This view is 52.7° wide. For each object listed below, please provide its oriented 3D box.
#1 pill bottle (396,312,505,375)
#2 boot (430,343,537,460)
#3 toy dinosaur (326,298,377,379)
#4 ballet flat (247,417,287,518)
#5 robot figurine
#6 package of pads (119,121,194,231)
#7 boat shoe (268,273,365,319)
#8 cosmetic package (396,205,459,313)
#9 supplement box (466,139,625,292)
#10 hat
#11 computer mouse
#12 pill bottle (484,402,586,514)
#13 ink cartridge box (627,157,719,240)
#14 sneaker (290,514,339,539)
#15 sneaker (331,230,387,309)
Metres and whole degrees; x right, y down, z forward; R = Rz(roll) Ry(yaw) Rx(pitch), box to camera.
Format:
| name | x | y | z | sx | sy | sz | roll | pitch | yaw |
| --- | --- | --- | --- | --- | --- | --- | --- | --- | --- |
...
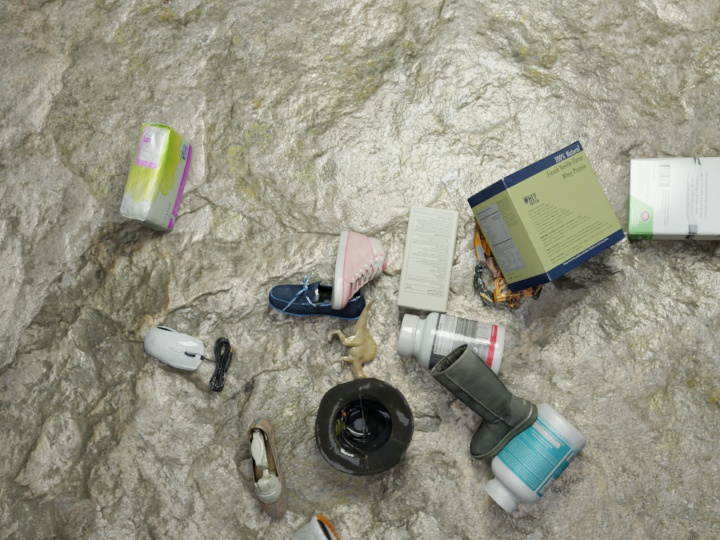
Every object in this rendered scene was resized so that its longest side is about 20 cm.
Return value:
| name | x | y | z | sx | sy | sz | roll | pitch | yaw |
| --- | --- | --- | --- | --- | --- | --- | --- | --- | --- |
| pill bottle | 0.174 | 0.144 | 1.409 | 0.197 | 0.111 | 0.112 | 11 | 85 | 8 |
| boot | 0.208 | 0.249 | 1.360 | 0.199 | 0.073 | 0.182 | 34 | 113 | -18 |
| toy dinosaur | -0.014 | 0.142 | 1.460 | 0.100 | 0.058 | 0.203 | 6 | 102 | 2 |
| ballet flat | -0.193 | 0.398 | 1.448 | 0.067 | 0.067 | 0.203 | -15 | 83 | 5 |
| robot figurine | 0.288 | -0.024 | 1.438 | 0.143 | 0.058 | 0.203 | -10 | 82 | 4 |
| package of pads | -0.415 | -0.189 | 1.492 | 0.067 | 0.155 | 0.203 | 13 | 86 | 8 |
| boat shoe | -0.087 | 0.045 | 1.464 | 0.197 | 0.069 | 0.085 | 2 | 48 | -2 |
| cosmetic package | 0.135 | -0.020 | 1.450 | 0.104 | 0.071 | 0.203 | 9 | 85 | 7 |
| supplement box | 0.343 | -0.099 | 1.355 | 0.198 | 0.134 | 0.202 | -27 | 90 | -23 |
| hat | 0.013 | 0.306 | 1.429 | 0.198 | 0.081 | 0.204 | -2 | 80 | 14 |
| computer mouse | -0.365 | 0.172 | 1.504 | 0.197 | 0.044 | 0.111 | 16 | 87 | 8 |
| pill bottle | 0.323 | 0.358 | 1.369 | 0.111 | 0.111 | 0.200 | 42 | 90 | 9 |
| ink cartridge box | 0.614 | -0.134 | 1.379 | 0.197 | 0.084 | 0.148 | 3 | 84 | 20 |
| sneaker | -0.066 | 0.587 | 1.418 | 0.091 | 0.076 | 0.201 | -33 | 74 | 10 |
| sneaker | 0.000 | 0.000 | 1.425 | 0.103 | 0.076 | 0.202 | 10 | 42 | -1 |
